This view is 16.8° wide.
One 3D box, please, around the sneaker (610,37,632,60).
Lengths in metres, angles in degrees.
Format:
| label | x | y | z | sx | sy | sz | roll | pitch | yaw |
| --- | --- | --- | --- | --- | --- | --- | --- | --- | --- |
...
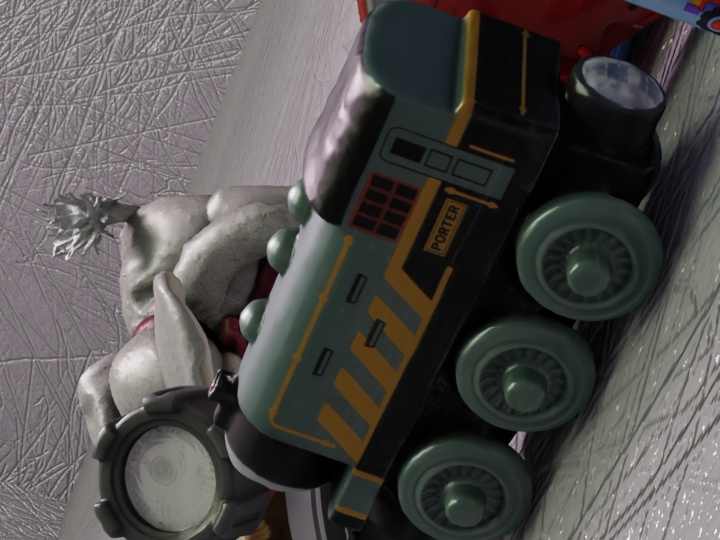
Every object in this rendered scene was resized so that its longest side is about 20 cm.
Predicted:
| label | x | y | z | sx | sy | sz | roll | pitch | yaw |
| --- | --- | --- | --- | --- | --- | --- | --- | --- | --- |
| sneaker | 0.068 | -0.119 | 0.942 | 0.200 | 0.075 | 0.106 | -117 | 46 | -78 |

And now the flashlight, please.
| label | x | y | z | sx | sy | sz | roll | pitch | yaw |
| --- | --- | --- | --- | --- | --- | --- | --- | --- | --- |
| flashlight | -0.039 | 0.075 | 0.997 | 0.200 | 0.067 | 0.068 | -4 | -93 | -70 |

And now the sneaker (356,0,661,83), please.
| label | x | y | z | sx | sy | sz | roll | pitch | yaw |
| --- | --- | --- | --- | --- | --- | --- | --- | --- | --- |
| sneaker | 0.062 | -0.062 | 0.828 | 0.078 | 0.115 | 0.201 | -64 | -30 | -55 |

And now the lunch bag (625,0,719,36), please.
| label | x | y | z | sx | sy | sz | roll | pitch | yaw |
| --- | --- | --- | --- | --- | --- | --- | --- | --- | --- |
| lunch bag | 0.073 | -0.156 | 0.711 | 0.200 | 0.150 | 0.094 | -87 | 19 | -64 |

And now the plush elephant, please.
| label | x | y | z | sx | sy | sz | roll | pitch | yaw |
| --- | --- | --- | --- | --- | --- | --- | --- | --- | --- |
| plush elephant | -0.089 | 0.038 | 1.417 | 0.165 | 0.199 | 0.156 | 138 | 133 | -60 |

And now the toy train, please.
| label | x | y | z | sx | sy | sz | roll | pitch | yaw |
| --- | --- | --- | --- | --- | --- | --- | --- | --- | --- |
| toy train | 0.024 | 0.005 | 0.795 | 0.085 | 0.113 | 0.201 | -80 | 12 | -53 |

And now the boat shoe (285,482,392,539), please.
| label | x | y | z | sx | sy | sz | roll | pitch | yaw |
| --- | --- | --- | --- | --- | --- | --- | --- | --- | --- |
| boat shoe | 0.025 | 0.033 | 0.930 | 0.066 | 0.070 | 0.201 | 1 | 76 | 57 |

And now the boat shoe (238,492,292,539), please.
| label | x | y | z | sx | sy | sz | roll | pitch | yaw |
| --- | --- | --- | --- | --- | --- | --- | --- | --- | --- |
| boat shoe | -0.027 | 0.147 | 1.016 | 0.200 | 0.073 | 0.067 | -91 | 9 | -73 |
